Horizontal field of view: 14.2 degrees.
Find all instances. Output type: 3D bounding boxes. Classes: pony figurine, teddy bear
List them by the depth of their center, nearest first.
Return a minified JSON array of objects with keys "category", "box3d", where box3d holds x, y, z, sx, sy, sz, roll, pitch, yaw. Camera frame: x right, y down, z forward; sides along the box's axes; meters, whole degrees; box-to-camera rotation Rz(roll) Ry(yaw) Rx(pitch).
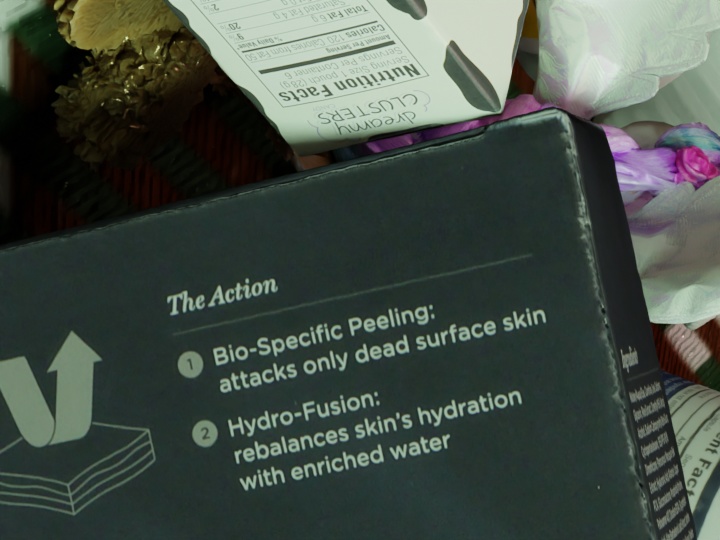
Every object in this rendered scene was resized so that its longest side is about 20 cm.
[{"category":"teddy bear","box3d":[-0.039,-0.097,0.891,0.200,0.067,0.145,-6,135,-52]},{"category":"pony figurine","box3d":[0.088,-0.025,0.951,0.200,0.192,0.167,42,28,-54]}]

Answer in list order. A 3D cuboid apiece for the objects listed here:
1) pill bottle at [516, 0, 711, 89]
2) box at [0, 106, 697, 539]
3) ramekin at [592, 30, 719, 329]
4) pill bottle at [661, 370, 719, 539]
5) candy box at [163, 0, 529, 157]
[{"category":"pill bottle","box3d":[0.069,-0.145,1.014,0.112,0.111,0.200,-61,151,-18]},{"category":"box","box3d":[-0.007,0.073,0.828,0.117,0.196,0.201,-4,82,-78]},{"category":"ramekin","box3d":[0.191,-0.071,1.213,0.200,0.098,0.200,-36,174,-4]},{"category":"pill bottle","box3d":[0.128,0.101,1.187,0.111,0.199,0.111,-40,141,-43]},{"category":"candy box","box3d":[-0.022,-0.158,0.769,0.200,0.071,0.168,47,45,-40]}]
